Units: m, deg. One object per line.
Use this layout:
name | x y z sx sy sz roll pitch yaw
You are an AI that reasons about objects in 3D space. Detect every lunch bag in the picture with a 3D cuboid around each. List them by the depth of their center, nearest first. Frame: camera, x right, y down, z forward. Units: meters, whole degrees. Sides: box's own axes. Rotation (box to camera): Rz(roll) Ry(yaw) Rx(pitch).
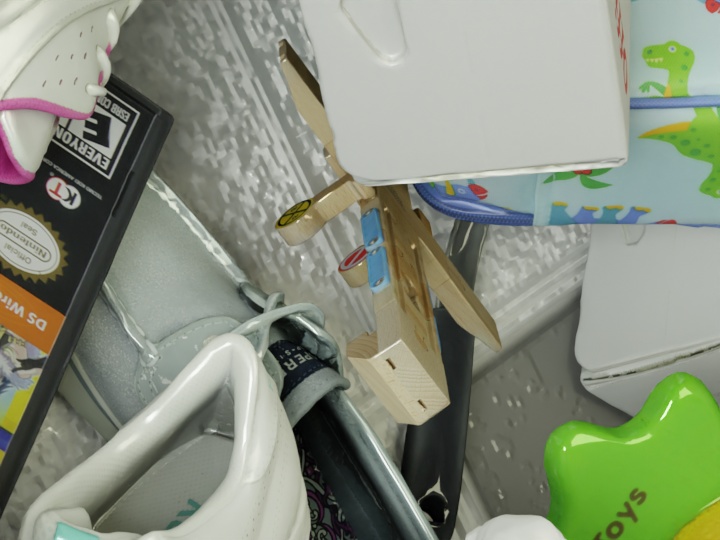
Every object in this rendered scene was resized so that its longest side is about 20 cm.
lunch bag | 0.111 -0.093 0.908 0.199 0.083 0.161 -2 56 -2

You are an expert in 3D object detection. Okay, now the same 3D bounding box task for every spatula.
spatula | 0.035 -0.001 0.917 0.056 0.021 0.201 18 66 -18

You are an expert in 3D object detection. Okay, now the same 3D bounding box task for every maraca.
maraca | 0.112 0.108 0.830 0.200 0.107 0.137 31 90 -34

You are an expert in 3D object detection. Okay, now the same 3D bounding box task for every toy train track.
toy train track | 0.000 0.000 0.820 0.115 0.032 0.200 53 9 -18

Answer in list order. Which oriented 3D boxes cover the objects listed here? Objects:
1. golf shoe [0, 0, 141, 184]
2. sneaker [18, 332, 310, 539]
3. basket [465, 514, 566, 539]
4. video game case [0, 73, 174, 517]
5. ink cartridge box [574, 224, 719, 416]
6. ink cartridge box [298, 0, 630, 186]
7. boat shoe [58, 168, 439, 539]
golf shoe | -0.088 -0.075 0.723 0.200 0.075 0.092 -32 99 -34
sneaker | -0.075 0.099 0.685 0.075 0.089 0.200 20 56 12
basket | 0.020 0.207 0.730 0.198 0.161 0.200 45 48 -24
video game case | -0.160 -0.022 0.701 0.200 0.025 0.181 34 53 -18
ink cartridge box | 0.180 0.007 1.017 0.200 0.086 0.148 30 57 -37
ink cartridge box | 0.031 -0.144 0.800 0.145 0.084 0.200 74 16 -48
boat shoe | -0.029 0.038 0.803 0.070 0.071 0.201 -40 103 -44
